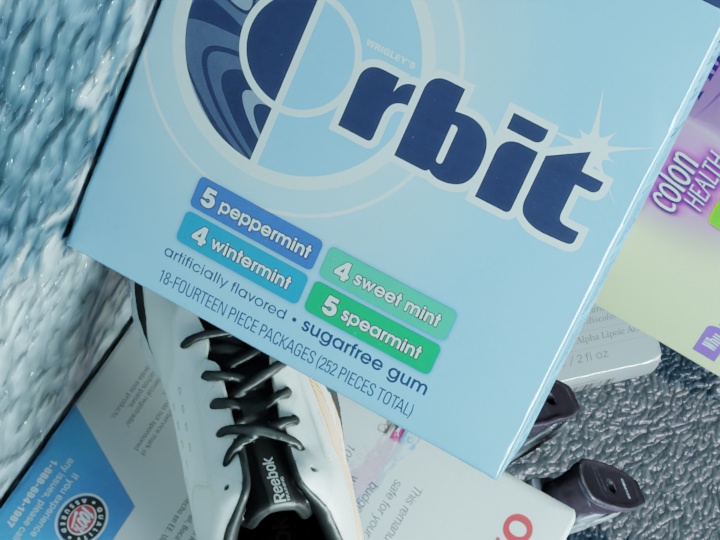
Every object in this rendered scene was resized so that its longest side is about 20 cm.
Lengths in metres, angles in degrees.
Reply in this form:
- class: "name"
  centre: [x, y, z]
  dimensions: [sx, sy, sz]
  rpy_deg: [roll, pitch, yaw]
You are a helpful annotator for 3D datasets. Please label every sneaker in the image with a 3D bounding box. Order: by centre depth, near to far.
- class: "sneaker"
  centre: [-0.034, 0.053, 0.724]
  dimensions: [0.073, 0.201, 0.080]
  rpy_deg: [-15, 172, -7]

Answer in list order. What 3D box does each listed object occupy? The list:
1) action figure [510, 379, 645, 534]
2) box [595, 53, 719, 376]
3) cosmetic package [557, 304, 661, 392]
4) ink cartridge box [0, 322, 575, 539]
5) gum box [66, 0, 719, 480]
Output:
- class: "action figure"
  centre: [0.032, 0.132, 0.966]
  dimensions: [0.200, 0.131, 0.069]
  rpy_deg: [-35, 165, 28]
- class: "box"
  centre: [0.195, -0.015, 0.760]
  dimensions: [0.097, 0.199, 0.176]
  rpy_deg: [-57, 172, -20]
- class: "cosmetic package"
  centre: [0.118, -0.023, 1.277]
  dimensions: [0.074, 0.101, 0.201]
  rpy_deg: [85, -9, -79]
- class: "ink cartridge box"
  centre: [-0.039, 0.139, 0.842]
  dimensions: [0.147, 0.199, 0.146]
  rpy_deg: [-56, 170, -32]
- class: "gum box"
  centre: [0.016, -0.060, 0.657]
  dimensions: [0.201, 0.169, 0.045]
  rpy_deg: [-65, 171, 19]
